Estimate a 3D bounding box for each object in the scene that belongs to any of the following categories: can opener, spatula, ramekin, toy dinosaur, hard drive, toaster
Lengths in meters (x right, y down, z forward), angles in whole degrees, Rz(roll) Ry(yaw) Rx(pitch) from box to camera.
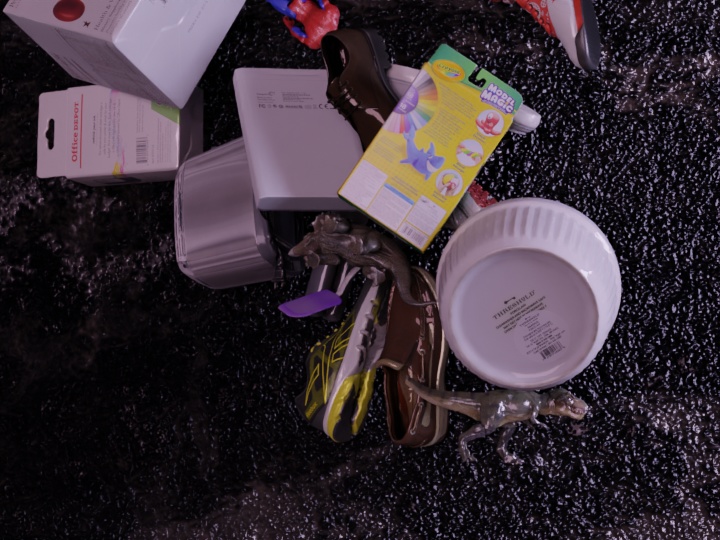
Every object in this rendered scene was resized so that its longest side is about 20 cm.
[{"bbox_3d":[-0.028,-0.043,1.810,0.067,0.053,0.200,19,93,56],"label":"can opener"},{"bbox_3d":[0.000,0.000,1.757,0.200,0.057,0.021,-34,116,-11],"label":"spatula"},{"bbox_3d":[0.175,0.031,1.638,0.200,0.105,0.200,3,110,8],"label":"ramekin"},{"bbox_3d":[0.144,0.166,1.694,0.200,0.047,0.088,5,89,-4],"label":"toy dinosaur"},{"bbox_3d":[-0.066,-0.150,1.761,0.132,0.027,0.200,-1,51,-16],"label":"hard drive"},{"bbox_3d":[-0.139,-0.059,1.806,0.129,0.114,0.200,-14,67,24],"label":"toaster"},{"bbox_3d":[0.006,-0.021,1.695,0.200,0.102,0.077,17,105,23],"label":"toy dinosaur"}]

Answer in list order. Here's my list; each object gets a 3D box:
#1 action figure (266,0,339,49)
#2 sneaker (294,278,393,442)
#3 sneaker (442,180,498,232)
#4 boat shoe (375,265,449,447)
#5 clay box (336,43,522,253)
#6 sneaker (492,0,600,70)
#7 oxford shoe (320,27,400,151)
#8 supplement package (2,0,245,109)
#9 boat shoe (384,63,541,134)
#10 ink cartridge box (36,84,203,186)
[{"bbox_3d":[-0.077,-0.319,1.849,0.200,0.052,0.065,44,106,27],"label":"action figure"},{"bbox_3d":[-0.020,0.091,1.771,0.085,0.074,0.200,17,85,33],"label":"sneaker"},{"bbox_3d":[0.100,-0.071,1.745,0.082,0.078,0.200,-51,60,14],"label":"sneaker"},{"bbox_3d":[0.055,0.096,1.721,0.075,0.075,0.203,-9,86,44],"label":"boat shoe"},{"bbox_3d":[0.077,-0.132,1.676,0.115,0.048,0.200,35,88,3],"label":"clay box"},{"bbox_3d":[0.197,-0.303,1.730,0.108,0.067,0.202,-16,75,21],"label":"sneaker"},{"bbox_3d":[0.000,-0.183,1.743,0.073,0.084,0.200,-44,59,44],"label":"oxford shoe"},{"bbox_3d":[-0.270,-0.324,1.829,0.200,0.147,0.191,19,74,37],"label":"supplement package"},{"bbox_3d":[0.106,-0.179,1.752,0.200,0.072,0.069,20,101,21],"label":"boat shoe"},{"bbox_3d":[-0.296,-0.168,1.913,0.200,0.067,0.117,-2,82,21],"label":"ink cartridge box"}]
